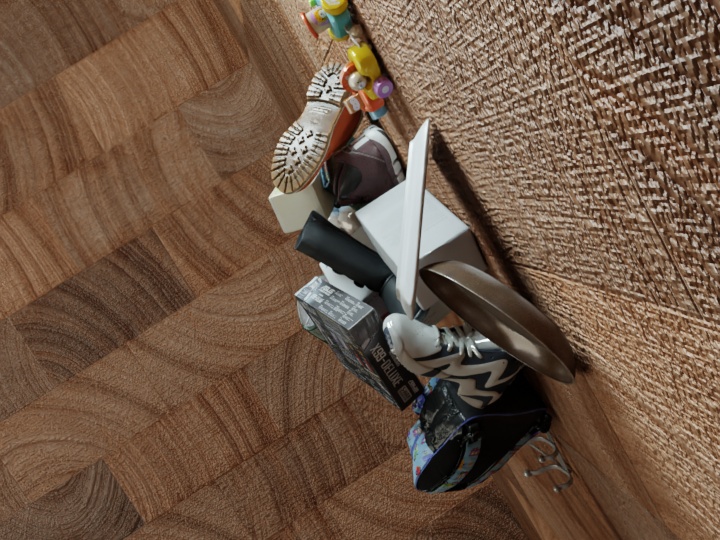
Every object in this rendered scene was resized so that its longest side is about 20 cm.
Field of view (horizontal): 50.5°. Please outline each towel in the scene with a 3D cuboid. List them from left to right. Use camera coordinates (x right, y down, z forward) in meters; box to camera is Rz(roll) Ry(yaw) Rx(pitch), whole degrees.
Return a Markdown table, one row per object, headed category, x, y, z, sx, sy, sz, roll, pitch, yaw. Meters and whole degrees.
| category | x | y | z | sx | sy | sz | roll | pitch | yaw |
| --- | --- | --- | --- | --- | --- | --- | --- | --- | --- |
| towel | -0.024 | -0.173 | 1.247 | 0.200 | 0.021 | 0.149 | 27 | -129 | -66 |

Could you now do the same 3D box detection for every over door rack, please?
| category | x | y | z | sx | sy | sz | roll | pitch | yaw |
| --- | --- | --- | --- | --- | --- | --- | --- | --- | --- |
| over door rack | 0.261 | 0.259 | 1.261 | 0.149 | 0.066 | 0.200 | 61 | 177 | -25 |

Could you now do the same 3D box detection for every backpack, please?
| category | x | y | z | sx | sy | sz | roll | pitch | yaw |
| --- | --- | --- | --- | --- | --- | --- | --- | --- | --- |
| backpack | 0.153 | 0.234 | 1.127 | 0.201 | 0.180 | 0.135 | -61 | 43 | 35 |

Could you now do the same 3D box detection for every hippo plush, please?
| category | x | y | z | sx | sy | sz | roll | pitch | yaw |
| --- | --- | --- | --- | --- | --- | --- | --- | --- | --- |
| hippo plush | -0.005 | -0.078 | 1.472 | 0.162 | 0.158 | 0.200 | 61 | 176 | -30 |

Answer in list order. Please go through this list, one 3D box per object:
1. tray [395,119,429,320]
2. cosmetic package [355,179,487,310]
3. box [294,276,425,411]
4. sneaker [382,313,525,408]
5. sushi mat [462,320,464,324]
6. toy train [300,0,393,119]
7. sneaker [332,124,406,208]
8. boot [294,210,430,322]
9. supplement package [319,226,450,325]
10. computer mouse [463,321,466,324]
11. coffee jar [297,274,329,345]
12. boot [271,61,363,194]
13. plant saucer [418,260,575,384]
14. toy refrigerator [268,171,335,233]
| category | x | y | z | sx | sy | sz | roll | pitch | yaw |
| --- | --- | --- | --- | --- | --- | --- | --- | --- | --- |
| tray | 0.057 | -0.053 | 0.837 | 0.107 | 0.022 | 0.203 | 75 | -159 | -78 |
| cosmetic package | 0.075 | -0.042 | 1.018 | 0.072 | 0.101 | 0.200 | 59 | 178 | -30 |
| box | -0.005 | 0.103 | 1.122 | 0.159 | 0.050 | 0.199 | 58 | 165 | -25 |
| sneaker | 0.134 | 0.088 | 0.970 | 0.198 | 0.130 | 0.080 | 37 | -150 | -18 |
| sushi mat | 0.156 | 0.034 | 1.293 | 0.096 | 0.012 | 0.201 | 58 | 177 | 33 |
| toy train | -0.024 | -0.261 | 0.922 | 0.201 | 0.055 | 0.150 | 60 | 177 | -24 |
| sneaker | 0.021 | -0.104 | 1.134 | 0.201 | 0.115 | 0.076 | 60 | 173 | -22 |
| boot | 0.000 | 0.000 | 1.076 | 0.199 | 0.066 | 0.165 | 35 | -170 | -10 |
| supplement package | 0.047 | 0.027 | 1.287 | 0.199 | 0.121 | 0.120 | 34 | -161 | -50 |
| computer mouse | 0.158 | 0.060 | 1.130 | 0.141 | 0.046 | 0.200 | 52 | 172 | 18 |
| coffee jar | -0.018 | 0.098 | 1.337 | 0.200 | 0.085 | 0.105 | 40 | -157 | -40 |
| boot | -0.054 | -0.186 | 1.105 | 0.074 | 0.202 | 0.107 | 23 | 168 | 23 |
| plant saucer | 0.149 | 0.049 | 0.812 | 0.199 | 0.032 | 0.200 | 36 | 173 | 5 |
| toy refrigerator | -0.077 | -0.142 | 1.217 | 0.201 | 0.075 | 0.071 | -71 | -38 | -58 |
